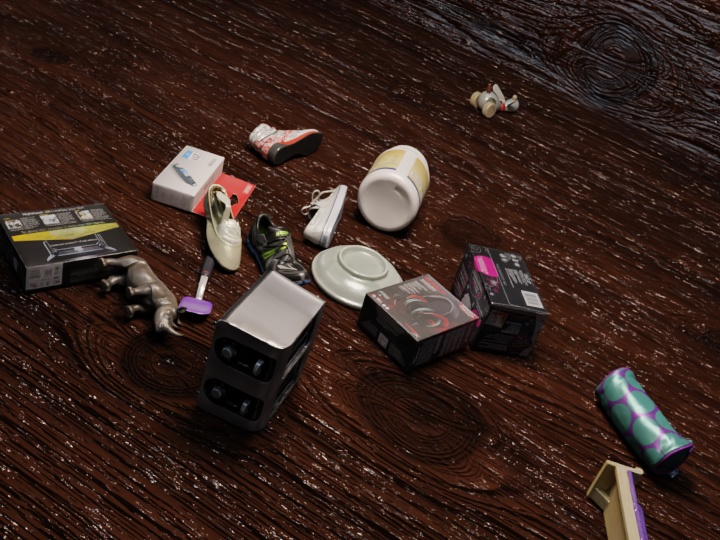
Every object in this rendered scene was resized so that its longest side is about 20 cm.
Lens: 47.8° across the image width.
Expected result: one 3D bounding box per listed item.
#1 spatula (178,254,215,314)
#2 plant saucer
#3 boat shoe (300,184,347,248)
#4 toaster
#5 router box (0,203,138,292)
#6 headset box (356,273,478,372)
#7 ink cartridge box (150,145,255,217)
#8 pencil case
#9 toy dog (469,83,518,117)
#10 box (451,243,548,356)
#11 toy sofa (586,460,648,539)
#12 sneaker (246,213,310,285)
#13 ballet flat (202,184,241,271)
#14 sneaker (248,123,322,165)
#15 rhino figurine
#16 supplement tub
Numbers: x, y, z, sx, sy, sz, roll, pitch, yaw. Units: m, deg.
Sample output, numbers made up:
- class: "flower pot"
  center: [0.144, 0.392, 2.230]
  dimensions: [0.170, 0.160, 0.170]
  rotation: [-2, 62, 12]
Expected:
- class: "spatula"
  center: [-0.284, 0.024, 1.464]
  dimensions: [0.055, 0.021, 0.202]
  rotation: [14, 32, -8]
- class: "plant saucer"
  center: [0.000, 0.000, 1.626]
  dimensions: [0.195, 0.051, 0.202]
  rotation: [13, 33, -9]
- class: "boat shoe"
  center: [-0.085, -0.127, 1.756]
  dimensions: [0.084, 0.076, 0.204]
  rotation: [17, 42, 2]
- class: "toaster"
  center: [-0.151, 0.119, 1.251]
  dimensions: [0.117, 0.184, 0.200]
  rotation: [27, 34, 8]
- class: "router box"
  center: [-0.511, -0.044, 1.412]
  dimensions: [0.197, 0.053, 0.157]
  rotation: [-11, 43, -39]
- class: "headset box"
  center: [0.115, 0.091, 1.526]
  dimensions: [0.197, 0.076, 0.148]
  rotation: [-14, 45, -41]
- class: "ink cartridge box"
  center: [-0.327, -0.184, 1.727]
  dimensions: [0.172, 0.045, 0.201]
  rotation: [19, 33, 0]
- class: "pencil case"
  center: [0.511, 0.271, 1.466]
  dimensions: [0.090, 0.087, 0.201]
  rotation: [-12, 42, -16]
- class: "toy dog"
  center: [0.449, -0.568, 2.662]
  dimensions: [0.130, 0.098, 0.199]
  rotation: [32, 34, 19]
- class: "box"
  center: [0.274, 0.059, 1.625]
  dimensions: [0.129, 0.117, 0.202]
  rotation: [11, 34, -16]
- class: "toy sofa"
  center: [0.412, 0.396, 1.230]
  dimensions: [0.095, 0.084, 0.201]
  rotation: [17, 32, -1]
- class: "sneaker"
  center: [-0.161, -0.039, 1.564]
  dimensions: [0.069, 0.084, 0.200]
  rotation: [-7, 41, -35]
- class: "ballet flat"
  center: [-0.266, -0.090, 1.573]
  dimensions: [0.068, 0.070, 0.202]
  rotation: [0, 46, -28]
- class: "sneaker"
  center: [-0.185, -0.327, 1.992]
  dimensions: [0.107, 0.068, 0.200]
  rotation: [36, 38, 20]
- class: "rhino figurine"
  center: [-0.356, 0.044, 1.360]
  dimensions: [0.199, 0.061, 0.087]
  rotation: [41, 33, 26]
- class: "supplement tub"
  center: [0.082, -0.194, 1.867]
  dimensions: [0.141, 0.147, 0.201]
  rotation: [22, 32, 5]
